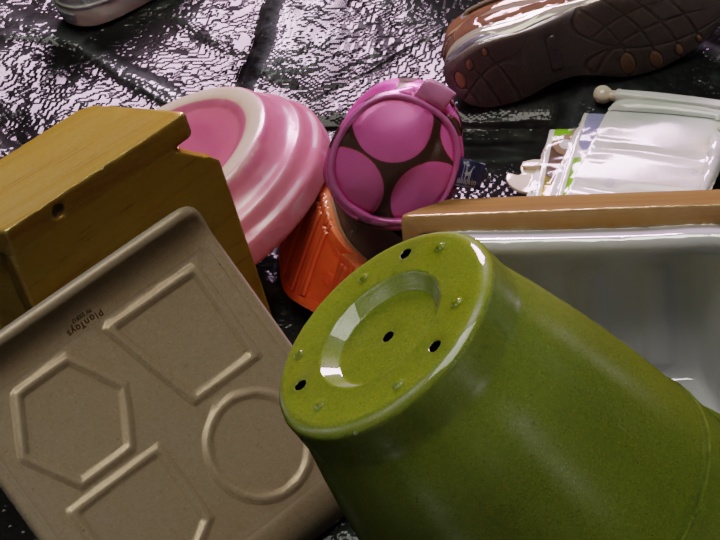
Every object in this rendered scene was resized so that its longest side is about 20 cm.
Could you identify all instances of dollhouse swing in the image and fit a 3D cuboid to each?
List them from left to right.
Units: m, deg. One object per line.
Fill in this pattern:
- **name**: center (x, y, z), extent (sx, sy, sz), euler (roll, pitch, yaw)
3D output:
- **dollhouse swing**: center (-0.188, 0.004, 1.293), extent (0.182, 0.200, 0.176), euler (-36, 39, -25)

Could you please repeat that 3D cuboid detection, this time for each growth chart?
- **growth chart**: center (0.169, -0.058, 1.407), extent (0.145, 0.018, 0.200), euler (13, 48, 26)

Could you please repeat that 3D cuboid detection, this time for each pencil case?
- **pencil case**: center (0.027, -0.079, 1.341), extent (0.091, 0.094, 0.200), euler (22, 7, -3)

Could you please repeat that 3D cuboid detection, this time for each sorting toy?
- **sorting toy**: center (-0.111, 0.092, 1.207), extent (0.185, 0.200, 0.036), euler (-36, 7, -24)

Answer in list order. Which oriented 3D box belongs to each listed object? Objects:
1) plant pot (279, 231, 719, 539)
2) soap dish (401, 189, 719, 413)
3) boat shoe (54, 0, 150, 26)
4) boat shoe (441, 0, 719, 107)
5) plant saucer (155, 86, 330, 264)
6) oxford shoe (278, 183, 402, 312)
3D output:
- **plant pot**: center (0.065, 0.088, 1.090), extent (0.200, 0.193, 0.200), euler (-31, 30, 21)
- **soap dish**: center (0.131, 0.028, 1.229), extent (0.200, 0.158, 0.081), euler (-2, 27, 11)
- **boat shoe**: center (-0.153, -0.262, 1.662), extent (0.201, 0.072, 0.070), euler (-35, 47, -23)
- **boat shoe**: center (0.150, -0.175, 1.498), extent (0.200, 0.076, 0.072), euler (-12, 40, -2)
- **plant saucer**: center (-0.116, -0.052, 1.396), extent (0.200, 0.051, 0.201), euler (-23, 33, 16)
- **oxford shoe**: center (0.000, 0.000, 1.363), extent (0.073, 0.071, 0.200), euler (10, 28, -25)
